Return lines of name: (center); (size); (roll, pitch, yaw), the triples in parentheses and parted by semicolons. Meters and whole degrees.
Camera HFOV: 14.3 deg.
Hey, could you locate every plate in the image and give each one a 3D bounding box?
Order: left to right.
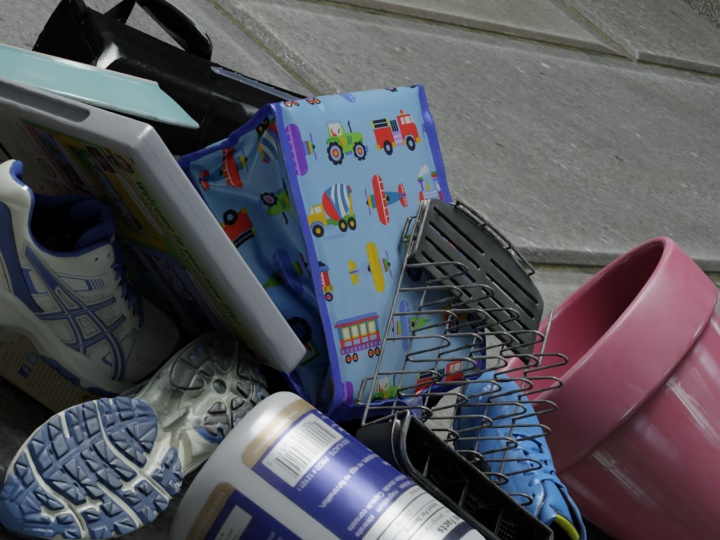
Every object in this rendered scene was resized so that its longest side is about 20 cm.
plate: (-0.197, -0.125, 1.827); (0.199, 0.026, 0.200); (15, 3, -1)

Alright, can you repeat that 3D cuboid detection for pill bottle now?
pill bottle: (0.001, 0.168, 1.592); (0.200, 0.116, 0.116); (37, 19, 12)

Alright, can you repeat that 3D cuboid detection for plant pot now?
plant pot: (0.201, 0.108, 1.990); (0.179, 0.200, 0.200); (46, 17, -7)

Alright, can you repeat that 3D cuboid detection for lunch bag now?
lunch bag: (0.000, 0.000, 1.730); (0.150, 0.094, 0.201); (-11, 76, -51)

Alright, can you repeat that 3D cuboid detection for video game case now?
video game case: (-0.138, -0.031, 1.649); (0.181, 0.022, 0.200); (20, -27, 43)

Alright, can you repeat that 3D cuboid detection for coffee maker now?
coffee maker: (-0.133, -0.086, 2.040); (0.199, 0.135, 0.193); (21, 42, -27)

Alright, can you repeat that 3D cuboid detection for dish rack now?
dish rack: (0.068, 0.061, 1.709); (0.153, 0.054, 0.201); (42, 53, -41)

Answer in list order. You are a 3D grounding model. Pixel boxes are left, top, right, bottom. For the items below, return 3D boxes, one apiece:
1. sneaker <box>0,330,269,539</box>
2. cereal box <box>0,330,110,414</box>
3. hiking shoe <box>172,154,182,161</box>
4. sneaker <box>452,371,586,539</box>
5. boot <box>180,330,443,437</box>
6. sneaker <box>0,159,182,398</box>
sneaker: (-0.136, 0.108, 1.605); (0.200, 0.085, 0.077); (-28, 85, -47)
cereal box: (-0.208, 0.020, 1.746); (0.199, 0.040, 0.144); (35, 17, 5)
hiking shoe: (-0.187, -0.062, 1.787); (0.199, 0.076, 0.101); (4, -36, 44)
sneaker: (0.108, 0.141, 1.775); (0.066, 0.078, 0.201); (11, 53, -27)
boot: (-0.027, 0.025, 1.807); (0.211, 0.079, 0.158); (42, 38, -8)
sneaker: (-0.157, 0.006, 1.620); (0.200, 0.088, 0.076); (30, 27, -46)
